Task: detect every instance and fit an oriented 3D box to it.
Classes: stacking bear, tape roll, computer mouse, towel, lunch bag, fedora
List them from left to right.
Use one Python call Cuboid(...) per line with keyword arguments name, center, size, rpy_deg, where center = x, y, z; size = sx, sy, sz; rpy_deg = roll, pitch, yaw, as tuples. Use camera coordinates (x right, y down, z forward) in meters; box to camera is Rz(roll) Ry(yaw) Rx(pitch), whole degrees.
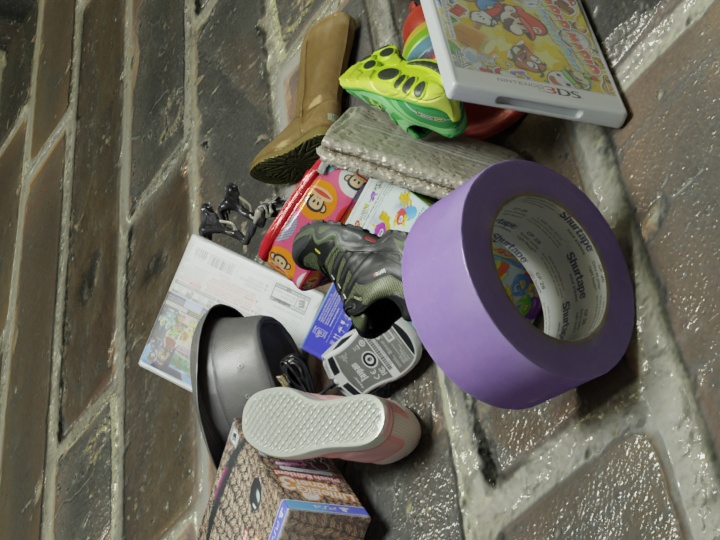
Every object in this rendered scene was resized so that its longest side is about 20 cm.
Cuboid(name="fedora", center=(-0.120, 0.133, 1.576), size=(0.090, 0.177, 0.202), rpy_deg=(-12, 84, 22))
Cuboid(name="lunch bag", center=(-0.026, -0.070, 1.549), size=(0.177, 0.082, 0.200), rpy_deg=(-56, -8, 10))
Cuboid(name="computer mouse", center=(-0.001, 0.105, 1.484), size=(0.200, 0.110, 0.044), rpy_deg=(-34, 3, 35))
Cuboid(name="towel", center=(0.063, -0.112, 1.367), size=(0.133, 0.198, 0.035), rpy_deg=(-53, -21, -61))
Cuboid(name="stacking bear", center=(0.096, -0.235, 1.503), size=(0.114, 0.121, 0.201), rpy_deg=(-39, 32, 17))
Cuboid(name="tape roll", center=(0.138, 0.012, 1.177), size=(0.085, 0.199, 0.202), rpy_deg=(-32, 45, 47))

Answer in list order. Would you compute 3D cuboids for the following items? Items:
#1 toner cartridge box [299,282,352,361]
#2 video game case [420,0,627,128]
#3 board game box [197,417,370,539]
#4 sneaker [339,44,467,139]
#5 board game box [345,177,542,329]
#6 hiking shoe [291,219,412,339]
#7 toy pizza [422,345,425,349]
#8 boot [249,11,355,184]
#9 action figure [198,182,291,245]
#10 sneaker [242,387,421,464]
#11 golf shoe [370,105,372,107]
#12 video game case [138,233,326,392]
Cuboid(name="toner cartridge box", center=(0.000, 0.000, 1.519), size=(0.201, 0.043, 0.095), rpy_deg=(-63, -1, 26))
Cuboid(name="video game case", center=(0.154, -0.222, 1.332), size=(0.201, 0.180, 0.023), rpy_deg=(-100, 25, -45))
Cuboid(name="board game box", center=(-0.088, 0.279, 1.465), size=(0.200, 0.096, 0.161), rpy_deg=(45, 120, 60))
Cuboid(name="sneaker", center=(0.041, -0.173, 1.368), size=(0.074, 0.084, 0.200), rpy_deg=(-33, 28, -12))
Cuboid(name="board game box", center=(0.079, -0.005, 1.347), size=(0.200, 0.103, 0.105), rpy_deg=(43, 109, 46))
Cuboid(name="hiking shoe", center=(-0.003, 0.011, 1.295), size=(0.199, 0.075, 0.102), rpy_deg=(7, 79, 47))
Cuboid(name="toy pizza", center=(0.082, -0.014, 1.466), size=(0.200, 0.032, 0.202), rpy_deg=(-39, 39, 42))
Cuboid(name="boot", center=(-0.075, -0.231, 1.860), size=(0.174, 0.066, 0.202), rpy_deg=(-22, 52, 38))
Cuboid(name="action figure", center=(-0.099, -0.053, 1.737), size=(0.198, 0.103, 0.119), rpy_deg=(8, 40, 23))
Cuboid(name="sneaker", center=(-0.026, 0.168, 1.434), size=(0.199, 0.104, 0.076), rpy_deg=(-4, 73, 37))
Cuboid(name="golf shoe", center=(0.070, -0.152, 1.562), size=(0.200, 0.072, 0.093), rpy_deg=(-126, 32, -54))
Cuboid(name="video game case", center=(-0.160, 0.076, 1.703), size=(0.199, 0.023, 0.184), rpy_deg=(24, 92, 18))
